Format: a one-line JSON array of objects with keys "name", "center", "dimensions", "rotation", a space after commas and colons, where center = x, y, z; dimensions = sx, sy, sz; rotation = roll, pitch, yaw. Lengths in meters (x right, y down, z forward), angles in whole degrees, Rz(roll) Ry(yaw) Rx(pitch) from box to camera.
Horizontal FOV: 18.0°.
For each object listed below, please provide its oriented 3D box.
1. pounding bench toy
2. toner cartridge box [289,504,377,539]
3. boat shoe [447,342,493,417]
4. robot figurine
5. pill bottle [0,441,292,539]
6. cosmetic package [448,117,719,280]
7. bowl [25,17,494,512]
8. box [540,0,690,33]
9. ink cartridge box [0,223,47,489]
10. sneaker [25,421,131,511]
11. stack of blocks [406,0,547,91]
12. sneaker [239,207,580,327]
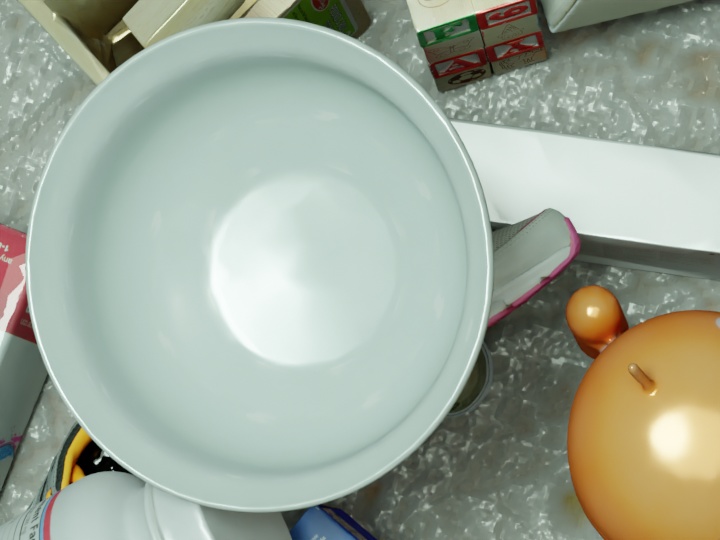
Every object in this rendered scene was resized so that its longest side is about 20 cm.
[{"name": "pounding bench toy", "center": [-0.102, -0.151, 1.070], "dimensions": [0.124, 0.200, 0.156], "rotation": [-44, 80, 0]}, {"name": "toner cartridge box", "center": [-0.063, 0.201, 1.070], "dimensions": [0.043, 0.095, 0.200], "rotation": [39, 88, 12]}, {"name": "boat shoe", "center": [-0.029, 0.018, 1.107], "dimensions": [0.198, 0.062, 0.073], "rotation": [16, 85, 9]}, {"name": "robot figurine", "center": [0.150, 0.081, 1.004], "dimensions": [0.115, 0.200, 0.145], "rotation": [-2, 81, 8]}, {"name": "pill bottle", "center": [-0.129, 0.158, 1.002], "dimensions": [0.199, 0.109, 0.109], "rotation": [-30, 79, 17]}, {"name": "cosmetic package", "center": [0.080, -0.038, 1.090], "dimensions": [0.198, 0.083, 0.051], "rotation": [8, 84, 8]}, {"name": "bowl", "center": [-0.033, -0.002, 0.956], "dimensions": [0.199, 0.090, 0.203], "rotation": [0, 90, 16]}, {"name": "box", "center": [0.173, -0.206, 1.060], "dimensions": [0.198, 0.109, 0.129], "rotation": [-15, 81, -13]}, {"name": "ink cartridge box", "center": [-0.243, 0.060, 1.120], "dimensions": [0.145, 0.083, 0.202], "rotation": [20, 85, 10]}, {"name": "sneaker", "center": [-0.135, 0.127, 1.100], "dimensions": [0.078, 0.077, 0.201], "rotation": [27, 88, 9]}, {"name": "stack of blocks", "center": [0.034, -0.201, 1.102], "dimensions": [0.058, 0.115, 0.202], "rotation": [-16, 80, 5]}, {"name": "sneaker", "center": [0.000, 0.000, 1.029], "dimensions": [0.198, 0.081, 0.089], "rotation": [-17, 89, 8]}]
